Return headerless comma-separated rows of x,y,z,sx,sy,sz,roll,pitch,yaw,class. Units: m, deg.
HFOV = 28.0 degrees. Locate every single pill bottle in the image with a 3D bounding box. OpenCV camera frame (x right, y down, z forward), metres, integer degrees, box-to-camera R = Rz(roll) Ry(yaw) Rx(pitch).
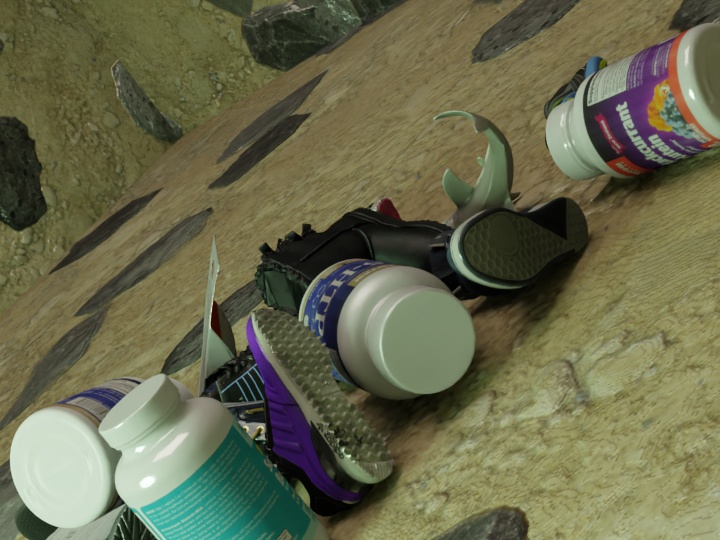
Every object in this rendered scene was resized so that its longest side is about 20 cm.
-0.123,0.181,1.172,0.111,0.200,0.111,-34,16,11,pill bottle
0.277,-0.153,1.397,0.200,0.112,0.112,-21,23,50,pill bottle
-0.249,0.174,1.466,0.119,0.120,0.200,-31,-4,26,pill bottle
0.026,0.054,1.329,0.120,0.120,0.200,-41,15,-13,pill bottle

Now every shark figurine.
0.143,-0.089,1.550,0.127,0.215,0.090,-14,48,-21,shark figurine

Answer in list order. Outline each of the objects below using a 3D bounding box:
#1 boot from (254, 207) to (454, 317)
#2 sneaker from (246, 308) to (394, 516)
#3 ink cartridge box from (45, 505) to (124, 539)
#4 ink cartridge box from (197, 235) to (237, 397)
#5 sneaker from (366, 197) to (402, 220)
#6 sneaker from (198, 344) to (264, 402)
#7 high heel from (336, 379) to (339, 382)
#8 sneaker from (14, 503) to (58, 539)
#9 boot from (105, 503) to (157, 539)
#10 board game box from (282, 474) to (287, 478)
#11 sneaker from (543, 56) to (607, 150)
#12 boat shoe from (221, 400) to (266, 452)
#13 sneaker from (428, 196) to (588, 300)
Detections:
0.000,-0.001,1.497,0.198,0.074,0.162,19,34,38,boot
-0.060,0.128,1.262,0.069,0.201,0.100,2,-44,-47,sneaker
-0.264,0.277,1.524,0.199,0.042,0.119,-21,22,47,ink cartridge box
-0.151,0.076,1.612,0.162,0.050,0.201,-120,37,-75,ink cartridge box
-0.001,-0.017,1.717,0.087,0.074,0.200,-23,25,27,sneaker
-0.114,0.113,1.485,0.070,0.078,0.201,-1,59,59,sneaker
-0.069,0.098,1.549,0.199,0.072,0.143,-25,18,27,high heel
-0.303,0.242,1.683,0.201,0.067,0.108,-30,15,16,sneaker
-0.259,0.290,1.390,0.200,0.066,0.165,-26,31,53,boot
-0.127,0.245,1.341,0.104,0.024,0.200,-30,17,25,board game box
0.247,-0.172,1.633,0.083,0.071,0.200,-45,8,34,sneaker
-0.101,0.159,1.331,0.199,0.071,0.091,-14,13,-15,boat shoe
0.106,-0.010,1.354,0.146,0.077,0.202,-19,-4,38,sneaker
